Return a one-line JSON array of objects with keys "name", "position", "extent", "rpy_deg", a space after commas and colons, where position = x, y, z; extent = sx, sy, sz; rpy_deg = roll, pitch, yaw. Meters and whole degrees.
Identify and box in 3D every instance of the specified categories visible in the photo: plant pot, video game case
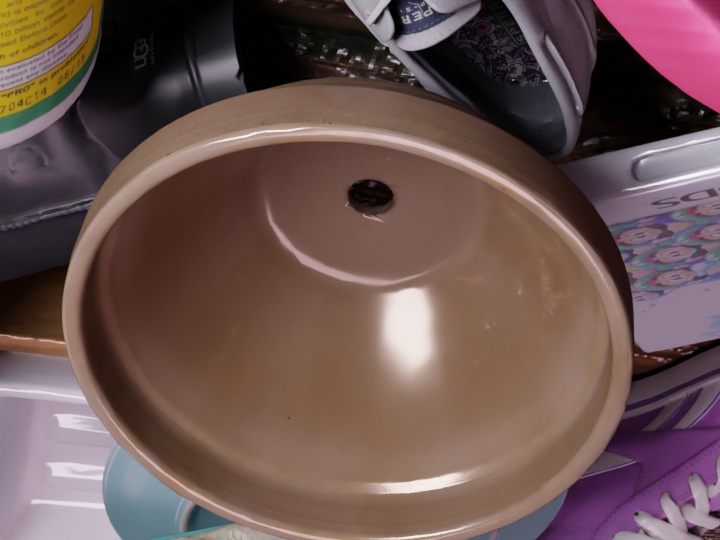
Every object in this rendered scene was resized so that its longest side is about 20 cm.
[{"name": "plant pot", "position": [0.000, 0.000, 0.974], "extent": [0.200, 0.093, 0.202], "rpy_deg": [5, 131, 5]}, {"name": "video game case", "position": [0.172, -0.018, 1.066], "extent": [0.181, 0.024, 0.200], "rpy_deg": [-13, 160, 17]}]

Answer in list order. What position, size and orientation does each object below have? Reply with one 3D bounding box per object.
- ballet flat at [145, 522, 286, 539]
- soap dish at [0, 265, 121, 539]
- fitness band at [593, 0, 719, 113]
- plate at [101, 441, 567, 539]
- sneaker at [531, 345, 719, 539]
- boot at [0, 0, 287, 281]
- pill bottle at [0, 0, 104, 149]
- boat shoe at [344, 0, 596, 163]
[{"name": "ballet flat", "position": [-0.026, 0.126, 1.101], "extent": [0.199, 0.063, 0.067], "rpy_deg": [-22, 140, 21]}, {"name": "soap dish", "position": [-0.105, 0.076, 1.194], "extent": [0.156, 0.082, 0.200], "rpy_deg": [6, 144, -8]}, {"name": "fitness band", "position": [0.153, -0.101, 0.897], "extent": [0.199, 0.144, 0.037], "rpy_deg": [19, 139, -24]}, {"name": "plate", "position": [-0.009, 0.099, 1.139], "extent": [0.199, 0.026, 0.201], "rpy_deg": [-3, 143, -2]}, {"name": "sneaker", "position": [0.148, 0.103, 1.204], "extent": [0.200, 0.115, 0.073], "rpy_deg": [-19, 139, 22]}, {"name": "boot", "position": [-0.096, -0.021, 1.070], "extent": [0.162, 0.074, 0.199], "rpy_deg": [-13, 135, 13]}, {"name": "pill bottle", "position": [-0.134, -0.138, 0.875], "extent": [0.112, 0.113, 0.200], "rpy_deg": [4, 143, -6]}, {"name": "boat shoe", "position": [0.023, -0.106, 0.954], "extent": [0.072, 0.069, 0.200], "rpy_deg": [-16, 141, 21]}]
